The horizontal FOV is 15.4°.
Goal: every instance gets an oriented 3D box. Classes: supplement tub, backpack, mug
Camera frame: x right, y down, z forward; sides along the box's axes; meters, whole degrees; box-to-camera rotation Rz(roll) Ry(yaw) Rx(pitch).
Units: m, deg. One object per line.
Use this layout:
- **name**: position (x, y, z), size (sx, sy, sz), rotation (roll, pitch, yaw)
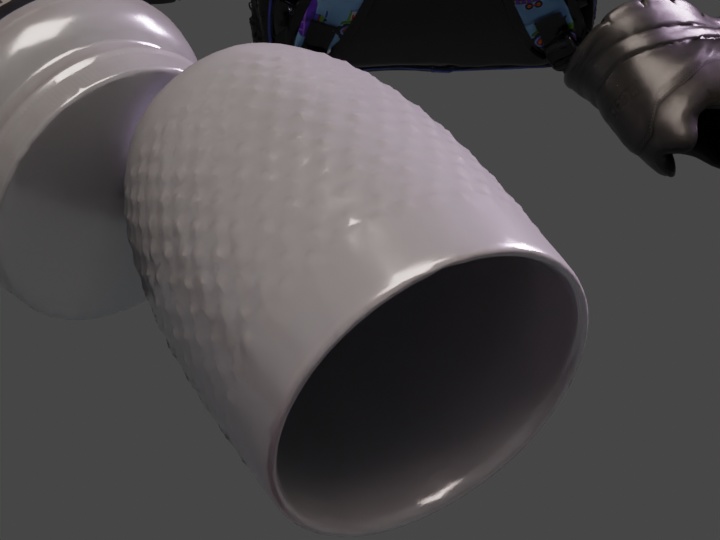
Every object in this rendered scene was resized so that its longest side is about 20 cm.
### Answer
- **supplement tub**: position (-0.156, -0.081, 1.193), size (0.140, 0.141, 0.200), rotation (-21, 42, -28)
- **backpack**: position (0.031, -0.204, 1.323), size (0.182, 0.201, 0.135), rotation (-3, 37, -7)
- **mug**: position (0.000, 0.000, 1.097), size (0.200, 0.148, 0.175), rotation (19, 25, -49)

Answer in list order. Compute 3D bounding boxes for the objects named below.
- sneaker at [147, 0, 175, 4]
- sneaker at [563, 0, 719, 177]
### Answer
- **sneaker**: position (-0.062, -0.219, 1.430), size (0.076, 0.088, 0.200), rotation (25, 41, 27)
- **sneaker**: position (0.196, -0.088, 1.297), size (0.199, 0.076, 0.091), rotation (-15, 59, -28)
